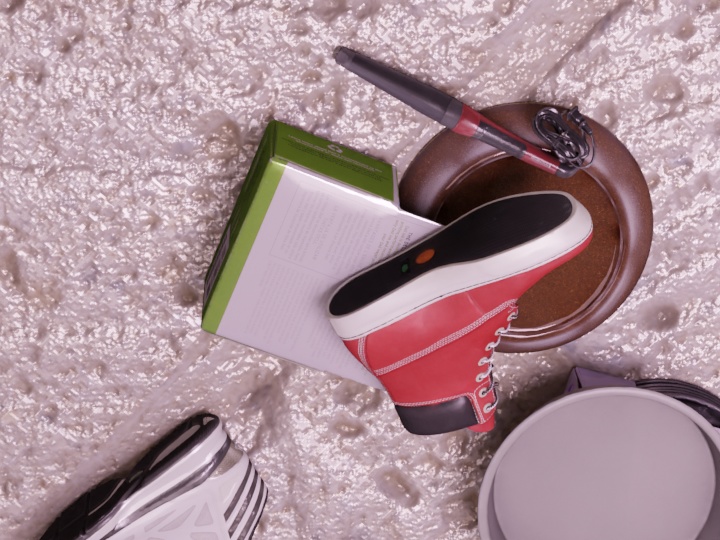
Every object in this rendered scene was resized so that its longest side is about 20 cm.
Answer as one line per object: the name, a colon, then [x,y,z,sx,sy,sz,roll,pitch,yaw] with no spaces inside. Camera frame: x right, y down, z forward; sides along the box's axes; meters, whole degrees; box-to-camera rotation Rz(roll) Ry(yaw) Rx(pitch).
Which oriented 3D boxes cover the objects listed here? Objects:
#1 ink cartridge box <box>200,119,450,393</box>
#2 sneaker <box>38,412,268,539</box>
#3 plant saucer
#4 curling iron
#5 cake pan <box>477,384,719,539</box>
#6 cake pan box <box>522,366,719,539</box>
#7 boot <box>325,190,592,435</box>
ink cartridge box: [0.000,0.000,1.549,0.198,0.076,0.149,20,114,-11]
sneaker: [-0.156,0.211,1.634,0.200,0.076,0.116,-36,108,9]
plant saucer: [0.121,-0.024,1.574,0.198,0.032,0.202,-1,114,-2]
curling iron: [0.075,-0.118,1.521,0.198,0.026,0.050,20,77,3]
cake pan: [0.186,0.172,1.602,0.198,0.037,0.202,-1,112,-2]
cake pan box: [0.223,0.184,1.656,0.183,0.052,0.201,13,112,-10]
boot: [0.095,0.037,1.493,0.199,0.073,0.145,-26,117,19]
